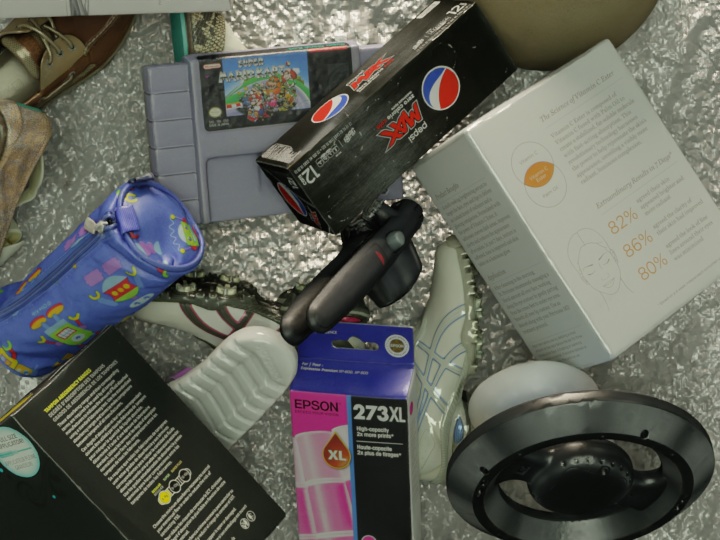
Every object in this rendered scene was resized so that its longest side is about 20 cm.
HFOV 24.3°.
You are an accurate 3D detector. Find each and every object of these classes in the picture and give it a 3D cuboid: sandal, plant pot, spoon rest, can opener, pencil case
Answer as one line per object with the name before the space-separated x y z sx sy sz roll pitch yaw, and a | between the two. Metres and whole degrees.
sandal | -0.120 0.102 1.308 0.203 0.050 0.082 -31 111 31
plant pot | 0.151 -0.259 1.277 0.200 0.134 0.201 0 92 -1
spoon rest | 0.161 0.132 1.297 0.099 0.061 0.200 -29 126 22
can opener | 0.000 0.000 1.258 0.063 0.200 0.079 -37 93 32
pencil case | -0.206 0.008 1.262 0.200 0.087 0.078 -34 55 35

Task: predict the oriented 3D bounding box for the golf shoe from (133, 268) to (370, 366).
golf shoe | -0.093 0.049 1.316 0.200 0.077 0.088 8 103 2

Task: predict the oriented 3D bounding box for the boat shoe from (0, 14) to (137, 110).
boat shoe | -0.249 -0.169 1.305 0.076 0.072 0.200 43 91 -2

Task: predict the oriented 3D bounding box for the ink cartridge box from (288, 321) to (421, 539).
ink cartridge box | -0.004 0.136 1.296 0.095 0.037 0.200 3 112 14

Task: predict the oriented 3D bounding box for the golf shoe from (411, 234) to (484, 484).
golf shoe | 0.050 0.070 1.319 0.097 0.078 0.200 2 91 5

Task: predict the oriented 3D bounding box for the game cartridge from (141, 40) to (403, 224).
game cartridge | -0.065 -0.108 1.291 0.200 0.038 0.130 -8 108 -18

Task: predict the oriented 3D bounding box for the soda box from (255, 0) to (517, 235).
soda box | 0.020 -0.119 1.270 0.200 0.063 0.071 -42 117 -14

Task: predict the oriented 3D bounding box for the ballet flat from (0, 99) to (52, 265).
ballet flat | -0.288 -0.045 1.304 0.068 0.067 0.200 48 125 28

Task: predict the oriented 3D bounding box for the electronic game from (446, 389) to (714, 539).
electronic game | 0.163 0.151 1.244 0.200 0.200 0.042 -3 50 -1

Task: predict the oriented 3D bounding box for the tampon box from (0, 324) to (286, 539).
tampon box | -0.192 0.174 1.258 0.200 0.126 0.150 48 133 -4

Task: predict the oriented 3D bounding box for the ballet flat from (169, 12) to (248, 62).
ballet flat | -0.119 -0.134 1.317 0.075 0.068 0.200 2 97 -15

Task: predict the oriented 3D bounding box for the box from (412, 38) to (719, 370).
box | 0.166 -0.046 1.273 0.152 0.106 0.200 -33 92 -24

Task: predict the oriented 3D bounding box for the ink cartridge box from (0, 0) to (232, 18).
ink cartridge box | -0.196 -0.266 1.263 0.200 0.147 0.083 -2 135 0
